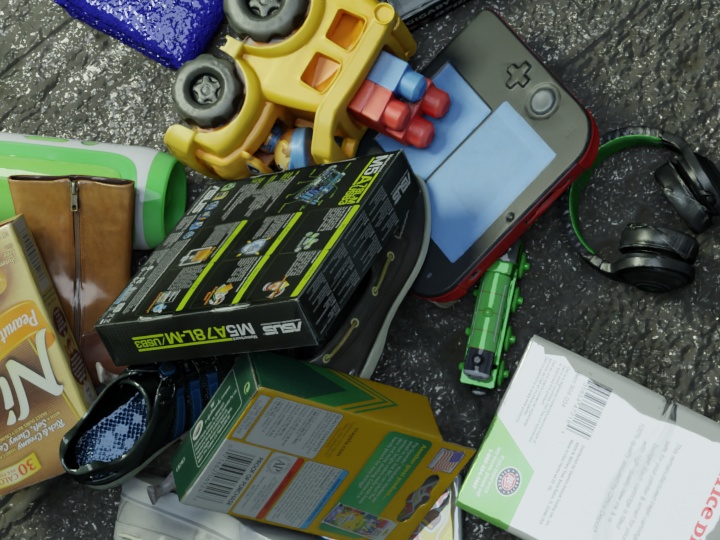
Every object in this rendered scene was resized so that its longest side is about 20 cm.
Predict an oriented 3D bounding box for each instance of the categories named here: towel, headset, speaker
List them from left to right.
[{"bbox_3d":[-0.249,-0.067,1.734,0.198,0.088,0.089,7,82,10],"label":"speaker"},{"bbox_3d":[-0.160,-0.285,1.774,0.147,0.050,0.201,27,86,13],"label":"towel"},{"bbox_3d":[0.247,-0.040,1.643,0.199,0.094,0.124,29,86,24],"label":"headset"}]

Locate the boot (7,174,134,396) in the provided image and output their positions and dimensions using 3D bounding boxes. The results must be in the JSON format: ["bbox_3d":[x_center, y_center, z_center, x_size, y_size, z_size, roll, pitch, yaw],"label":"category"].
[{"bbox_3d":[-0.266,0.024,1.685,0.186,0.069,0.202,-1,110,8],"label":"boot"}]

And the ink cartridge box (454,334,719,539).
[{"bbox_3d":[0.192,0.160,1.615,0.199,0.084,0.146,26,86,6],"label":"ink cartridge box"}]

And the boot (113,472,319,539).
[{"bbox_3d":[-0.116,0.234,1.657,0.199,0.073,0.096,17,94,35],"label":"boot"}]

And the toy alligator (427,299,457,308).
[{"bbox_3d":[-0.017,-0.002,1.706,0.199,0.059,0.055,27,130,7],"label":"toy alligator"}]

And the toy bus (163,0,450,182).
[{"bbox_3d":[-0.035,-0.138,1.682,0.191,0.136,0.201,31,87,14],"label":"toy bus"}]

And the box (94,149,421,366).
[{"bbox_3d":[-0.076,-0.010,1.572,0.192,0.200,0.048,-6,122,31],"label":"box"}]

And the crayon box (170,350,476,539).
[{"bbox_3d":[-0.029,0.140,1.593,0.126,0.199,0.052,-55,34,28],"label":"crayon box"}]

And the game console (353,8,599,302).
[{"bbox_3d":[0.080,-0.091,1.671,0.200,0.031,0.177,-45,58,10],"label":"game console"}]

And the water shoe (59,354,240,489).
[{"bbox_3d":[-0.144,0.091,1.583,0.071,0.079,0.200,43,87,10],"label":"water shoe"}]

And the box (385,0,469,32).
[{"bbox_3d":[0.060,-0.321,1.746,0.158,0.046,0.201,-27,77,4],"label":"box"}]

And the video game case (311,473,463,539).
[{"bbox_3d":[-0.007,0.264,1.670,0.180,0.023,0.202,-2,80,9],"label":"video game case"}]

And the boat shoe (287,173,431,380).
[{"bbox_3d":[0.000,0.000,1.623,0.071,0.061,0.203,6,66,32],"label":"boat shoe"}]

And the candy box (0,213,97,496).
[{"bbox_3d":[-0.285,0.070,1.648,0.115,0.055,0.202,-20,98,7],"label":"candy box"}]

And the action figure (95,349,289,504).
[{"bbox_3d":[-0.114,0.075,1.680,0.192,0.105,0.201,-21,65,-16],"label":"action figure"}]

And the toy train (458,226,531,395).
[{"bbox_3d":[0.113,0.000,1.678,0.041,0.056,0.202,10,82,10],"label":"toy train"}]
